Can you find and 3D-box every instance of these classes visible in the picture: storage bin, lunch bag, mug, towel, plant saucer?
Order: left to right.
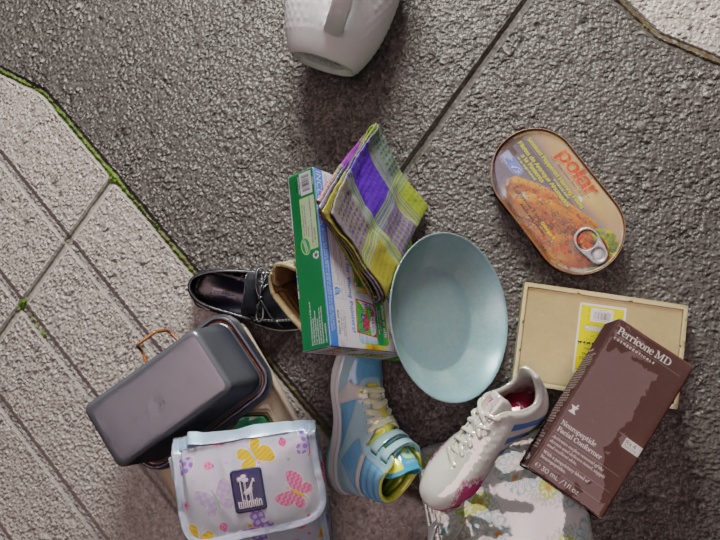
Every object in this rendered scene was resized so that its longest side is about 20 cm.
[{"bbox_3d":[-0.223,0.139,0.901,0.199,0.134,0.146,-35,83,-1],"label":"storage bin"},{"bbox_3d":[-0.120,0.262,0.876,0.167,0.128,0.202,-7,124,-4],"label":"lunch bag"},{"bbox_3d":[-0.021,-0.345,0.939,0.146,0.200,0.178,16,93,-7],"label":"mug"},{"bbox_3d":[0.020,-0.071,0.893,0.023,0.201,0.144,-16,119,33],"label":"towel"},{"bbox_3d":[0.099,0.057,0.916,0.038,0.199,0.204,-10,80,50],"label":"plant saucer"},{"bbox_3d":[0.173,0.286,0.922,0.197,0.048,0.174,-11,84,7],"label":"towel"}]

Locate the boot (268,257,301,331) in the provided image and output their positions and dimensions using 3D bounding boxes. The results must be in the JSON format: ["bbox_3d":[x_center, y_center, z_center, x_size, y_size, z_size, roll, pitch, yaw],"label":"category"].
[{"bbox_3d":[-0.056,-0.025,0.930,0.072,0.155,0.202,-25,83,34],"label":"boot"}]

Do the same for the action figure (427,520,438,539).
[{"bbox_3d":[0.077,0.396,0.867,0.199,0.105,0.194,-35,95,25],"label":"action figure"}]

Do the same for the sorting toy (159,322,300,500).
[{"bbox_3d":[-0.188,0.195,0.974,0.199,0.036,0.186,-33,83,5],"label":"sorting toy"}]

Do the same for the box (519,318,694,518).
[{"bbox_3d":[0.279,0.167,0.869,0.100,0.075,0.201,32,84,9],"label":"box"}]

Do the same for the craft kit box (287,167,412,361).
[{"bbox_3d":[0.000,0.000,0.891,0.048,0.196,0.203,-16,72,36],"label":"craft kit box"}]

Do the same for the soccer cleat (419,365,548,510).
[{"bbox_3d":[0.138,0.186,0.878,0.199,0.087,0.070,-38,46,-20],"label":"soccer cleat"}]

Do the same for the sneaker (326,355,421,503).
[{"bbox_3d":[0.026,0.180,0.912,0.130,0.079,0.203,5,93,50],"label":"sneaker"}]

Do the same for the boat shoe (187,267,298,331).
[{"bbox_3d":[-0.133,0.035,0.987,0.197,0.062,0.076,9,84,8],"label":"boat shoe"}]

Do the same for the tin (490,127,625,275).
[{"bbox_3d":[0.245,-0.085,0.953,0.112,0.042,0.201,-36,80,8],"label":"tin"}]

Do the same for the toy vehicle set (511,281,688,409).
[{"bbox_3d":[0.291,0.091,0.933,0.197,0.027,0.126,9,86,10],"label":"toy vehicle set"}]
